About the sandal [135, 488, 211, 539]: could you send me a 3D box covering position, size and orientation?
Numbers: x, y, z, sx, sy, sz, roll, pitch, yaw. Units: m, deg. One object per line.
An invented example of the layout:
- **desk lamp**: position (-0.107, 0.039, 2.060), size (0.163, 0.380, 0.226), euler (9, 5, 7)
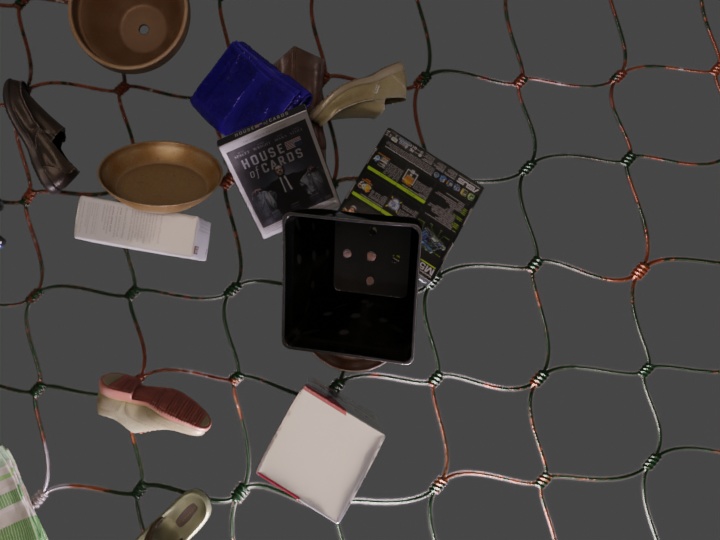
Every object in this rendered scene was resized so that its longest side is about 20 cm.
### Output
- **sandal**: position (-0.326, 0.448, 1.101), size (0.079, 0.057, 0.202), euler (37, 87, 1)

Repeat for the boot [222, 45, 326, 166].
- **boot**: position (-0.147, -0.275, 1.143), size (0.182, 0.064, 0.205), euler (-3, 85, -3)

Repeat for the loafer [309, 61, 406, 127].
- **loafer**: position (0.005, -0.284, 1.119), size (0.198, 0.075, 0.069), euler (-32, 98, -21)

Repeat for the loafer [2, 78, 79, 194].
- **loafer**: position (-0.535, -0.233, 1.135), size (0.070, 0.073, 0.203), euler (-24, 95, -8)

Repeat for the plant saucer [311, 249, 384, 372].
- **plant saucer**: position (-0.010, 0.068, 1.138), size (0.195, 0.034, 0.205), euler (0, 87, -2)

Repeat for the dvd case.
- **dvd case**: position (-0.126, -0.155, 1.084), size (0.148, 0.202, 0.025), euler (-23, 46, -2)

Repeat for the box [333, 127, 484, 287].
- **box**: position (0.080, -0.107, 1.129), size (0.198, 0.048, 0.195), euler (31, 79, 1)

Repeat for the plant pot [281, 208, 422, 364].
- **plant pot**: position (0.000, 0.000, 1.012), size (0.195, 0.178, 0.205), euler (6, 109, 10)

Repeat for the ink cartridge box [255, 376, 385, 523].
- **ink cartridge box**: position (-0.059, 0.268, 1.045), size (0.143, 0.200, 0.147), euler (29, 84, 0)

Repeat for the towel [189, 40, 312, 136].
- **towel**: position (-0.188, -0.285, 1.105), size (0.148, 0.050, 0.200), euler (-48, 61, 0)

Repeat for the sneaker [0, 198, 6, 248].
- **sneaker**: position (-0.650, -0.123, 1.127), size (0.087, 0.078, 0.204), euler (-18, 95, -9)

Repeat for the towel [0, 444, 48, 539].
- **towel**: position (-0.619, 0.414, 1.117), size (0.150, 0.023, 0.203), euler (-26, 88, -1)

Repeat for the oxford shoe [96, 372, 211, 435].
- **oxford shoe**: position (-0.344, 0.238, 1.117), size (0.196, 0.071, 0.075), euler (22, 108, 4)

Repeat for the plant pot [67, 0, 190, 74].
- **plant pot**: position (-0.378, -0.423, 1.131), size (0.196, 0.093, 0.206), euler (0, 86, 0)

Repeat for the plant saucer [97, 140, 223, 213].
- **plant saucer**: position (-0.324, -0.148, 1.095), size (0.196, 0.202, 0.036), euler (11, 128, 0)

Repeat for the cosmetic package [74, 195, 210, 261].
- **cosmetic package**: position (-0.356, -0.068, 1.108), size (0.195, 0.102, 0.076), euler (8, 88, -1)
